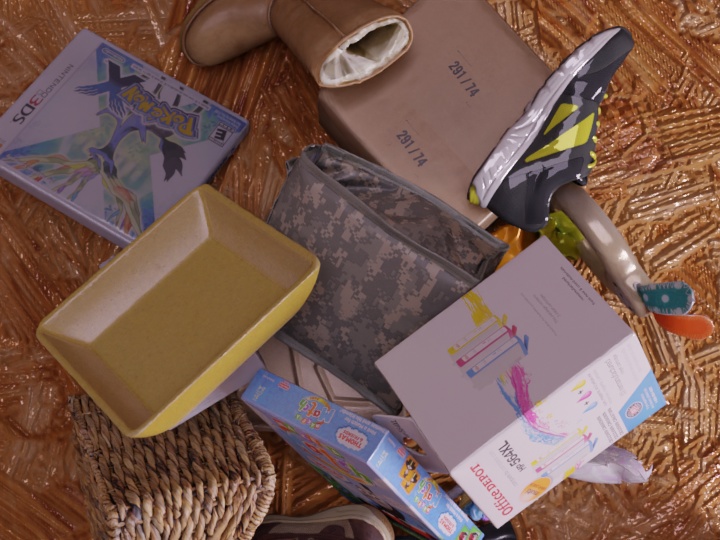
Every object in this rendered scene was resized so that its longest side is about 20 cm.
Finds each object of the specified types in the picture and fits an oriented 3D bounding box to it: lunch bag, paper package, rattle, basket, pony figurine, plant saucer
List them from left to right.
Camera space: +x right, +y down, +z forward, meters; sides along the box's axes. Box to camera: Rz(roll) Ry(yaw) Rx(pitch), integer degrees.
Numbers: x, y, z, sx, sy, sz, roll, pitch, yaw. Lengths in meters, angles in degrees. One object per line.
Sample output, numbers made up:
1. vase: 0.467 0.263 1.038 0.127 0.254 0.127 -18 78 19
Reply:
1. basket: -0.165 0.199 1.027 0.148 0.200 0.143 -11 119 -20
2. plant saucer: -0.146 0.037 0.958 0.200 0.049 0.200 -43 41 -13
3. lunch bag: 0.000 0.000 1.022 0.200 0.118 0.164 33 119 8
4. paper package: 0.086 -0.144 1.102 0.191 0.103 0.200 -42 84 -2
5. pony figurine: 0.164 0.135 1.052 0.192 0.167 0.201 -1 73 17
6. rattle: 0.198 0.016 1.049 0.142 0.130 0.200 -27 63 -12

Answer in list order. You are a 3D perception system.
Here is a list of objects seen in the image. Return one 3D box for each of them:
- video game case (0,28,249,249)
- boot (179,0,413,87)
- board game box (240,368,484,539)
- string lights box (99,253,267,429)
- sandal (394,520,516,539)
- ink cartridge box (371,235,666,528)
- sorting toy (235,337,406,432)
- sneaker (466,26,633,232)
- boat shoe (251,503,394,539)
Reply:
1. video game case: -0.238 -0.126 1.119 0.199 0.022 0.183 30 61 6
2. boot: -0.068 -0.219 1.078 0.175 0.066 0.200 -36 41 -3
3. board game box: 0.004 0.168 0.991 0.151 0.200 0.037 20 67 41
4. string lights box: -0.165 0.040 1.051 0.102 0.059 0.200 -31 39 -1
5. sandal: 0.045 0.268 1.075 0.199 0.075 0.048 -19 61 -8
6. ink cartridge box: 0.119 0.099 0.934 0.200 0.129 0.125 -37 50 0
7. sorting toy: -0.043 0.058 1.119 0.184 0.036 0.201 4 78 3
8. sneaker: 0.179 -0.121 1.014 0.085 0.074 0.200 39 96 1
9. boat shoe: -0.066 0.265 1.036 0.199 0.072 0.072 -17 110 26
